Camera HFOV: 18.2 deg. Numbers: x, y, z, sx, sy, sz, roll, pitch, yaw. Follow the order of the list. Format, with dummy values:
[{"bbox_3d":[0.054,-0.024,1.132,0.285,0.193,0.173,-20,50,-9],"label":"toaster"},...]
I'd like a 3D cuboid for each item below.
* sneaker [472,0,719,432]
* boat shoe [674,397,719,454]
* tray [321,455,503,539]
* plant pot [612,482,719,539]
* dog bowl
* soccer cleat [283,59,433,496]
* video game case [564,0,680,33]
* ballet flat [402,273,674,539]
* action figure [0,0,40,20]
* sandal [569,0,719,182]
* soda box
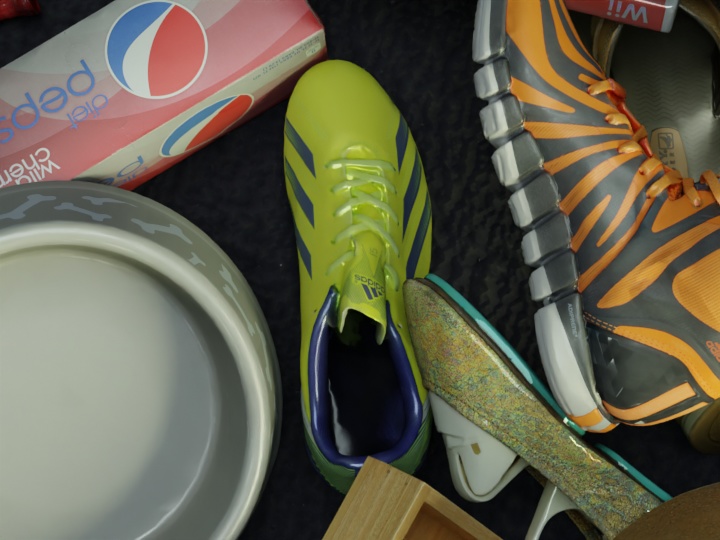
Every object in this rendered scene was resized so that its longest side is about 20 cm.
[{"bbox_3d":[0.119,-0.041,0.915,0.112,0.078,0.200,-18,83,25],"label":"sneaker"},{"bbox_3d":[0.200,-0.008,0.986,0.200,0.074,0.066,-47,56,0],"label":"boat shoe"},{"bbox_3d":[-0.011,0.186,0.936,0.037,0.099,0.200,23,79,39],"label":"tray"},{"bbox_3d":[0.182,0.187,0.848,0.186,0.200,0.187,-1,95,-10],"label":"plant pot"},{"bbox_3d":[-0.128,0.064,0.953,0.200,0.059,0.201,-1,97,-8],"label":"dog bowl"},{"bbox_3d":[0.001,0.000,0.981,0.065,0.084,0.201,-4,79,1],"label":"soccer cleat"},{"bbox_3d":[0.056,-0.179,1.010,0.200,0.017,0.143,15,48,8],"label":"video game case"},{"bbox_3d":[0.079,0.087,0.952,0.200,0.071,0.071,42,83,-8],"label":"ballet flat"},{"bbox_3d":[-0.252,-0.111,1.038,0.200,0.052,0.066,-21,82,1],"label":"action figure"},{"bbox_3d":[0.131,-0.096,1.007,0.080,0.054,0.200,-6,72,1],"label":"sandal"},{"bbox_3d":[-0.114,-0.073,1.010,0.200,0.070,0.063,-32,80,-4],"label":"soda box"}]
